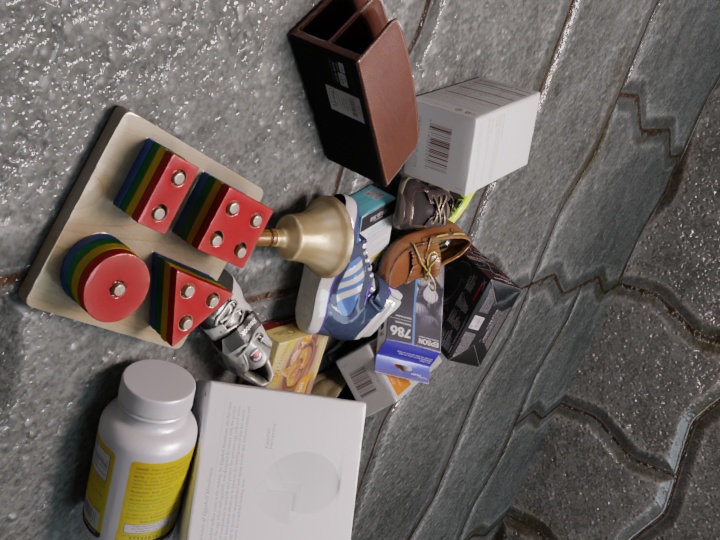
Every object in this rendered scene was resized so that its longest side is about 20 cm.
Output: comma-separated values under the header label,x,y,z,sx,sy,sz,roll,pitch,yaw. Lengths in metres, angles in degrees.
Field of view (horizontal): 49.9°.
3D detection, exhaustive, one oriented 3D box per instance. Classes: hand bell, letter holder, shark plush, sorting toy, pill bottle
label,x,y,z,sx,sy,sz,roll,pitch,yaw
hand bell,-0.112,-0.040,0.920,0.198,0.104,0.106,-2,119,-45
letter holder,0.017,-0.231,0.924,0.143,0.100,0.201,-51,151,-21
shark plush,0.025,0.082,1.264,0.202,0.090,0.083,-56,-176,-20
sorting toy,-0.193,-0.021,0.764,0.199,0.069,0.201,28,92,-53
pill bottle,-0.246,0.209,0.875,0.111,0.110,0.203,-15,129,-53

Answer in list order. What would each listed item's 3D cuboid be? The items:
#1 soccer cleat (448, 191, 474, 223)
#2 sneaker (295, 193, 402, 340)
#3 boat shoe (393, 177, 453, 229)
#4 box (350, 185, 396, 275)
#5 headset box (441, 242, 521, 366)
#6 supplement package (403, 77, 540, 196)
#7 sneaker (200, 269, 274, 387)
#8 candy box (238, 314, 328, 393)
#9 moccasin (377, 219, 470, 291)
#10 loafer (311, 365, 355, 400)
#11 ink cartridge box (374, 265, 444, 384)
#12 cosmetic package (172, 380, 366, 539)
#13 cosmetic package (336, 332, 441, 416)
label,x,y,z,sx,sy,sz,roll,pitch,yaw
soccer cleat,0.168,-0.128,1.305,0.202,0.064,0.084,-55,154,-12
sneaker,0.000,0.000,1.060,0.144,0.080,0.204,6,109,-33
boat shoe,0.099,-0.101,1.152,0.200,0.072,0.076,-38,135,-69
box,-0.003,-0.016,1.138,0.082,0.049,0.203,-32,141,-44
headset box,0.156,0.037,1.283,0.074,0.200,0.151,15,110,-33
supplement package,0.170,-0.208,1.169,0.199,0.116,0.119,-28,132,-46
sneaker,-0.147,0.073,0.943,0.074,0.088,0.201,-46,148,-21
candy box,-0.121,0.166,1.102,0.115,0.055,0.203,-11,126,-53
moccasin,0.098,-0.017,1.174,0.200,0.077,0.075,-23,134,-48
loafer,-0.022,0.194,1.280,0.199,0.067,0.077,-25,137,-48
ink cartridge box,0.079,0.067,1.209,0.039,0.098,0.204,141,-42,-59
cosmetic package,-0.114,0.249,0.949,0.196,0.123,0.204,12,79,-20
cosmetic package,0.052,0.151,1.279,0.071,0.103,0.199,-30,178,29
